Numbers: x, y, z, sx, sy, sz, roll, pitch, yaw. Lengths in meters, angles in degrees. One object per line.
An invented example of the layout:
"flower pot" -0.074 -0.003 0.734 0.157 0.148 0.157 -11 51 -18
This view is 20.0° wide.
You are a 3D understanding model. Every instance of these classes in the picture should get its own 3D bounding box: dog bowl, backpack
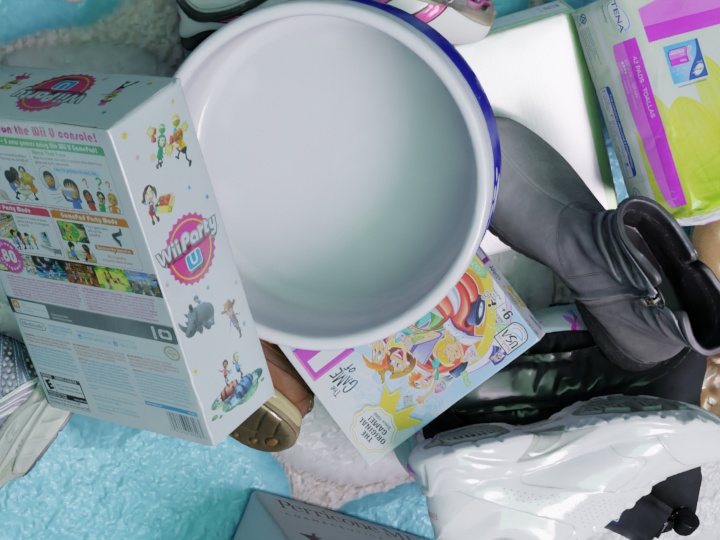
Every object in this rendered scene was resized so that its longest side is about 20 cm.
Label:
"dog bowl" -0.019 -0.059 1.187 0.199 0.079 0.201 2 101 11
"backpack" 0.119 0.097 1.344 0.199 0.127 0.168 -2 92 -17

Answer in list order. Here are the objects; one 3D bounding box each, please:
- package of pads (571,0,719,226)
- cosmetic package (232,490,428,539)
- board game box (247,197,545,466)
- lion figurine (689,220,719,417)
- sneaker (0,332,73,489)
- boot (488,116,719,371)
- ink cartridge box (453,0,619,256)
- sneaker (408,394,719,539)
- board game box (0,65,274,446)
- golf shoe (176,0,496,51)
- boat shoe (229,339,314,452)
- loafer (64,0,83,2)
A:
"package of pads" 0.244 -0.117 1.310 0.200 0.068 0.155 -18 90 -33
"cosmetic package" -0.002 0.268 1.306 0.167 0.200 0.167 19 98 -23
"board game box" 0.000 0.000 1.255 0.134 0.034 0.200 -38 88 14
"lion figurine" 0.257 0.010 1.406 0.122 0.072 0.201 -8 98 -16
"sneaker" -0.260 0.124 1.254 0.086 0.078 0.200 36 83 -12
"boot" 0.144 -0.029 1.234 0.200 0.132 0.070 45 75 0
"ink cartridge box" 0.057 -0.077 1.318 0.199 0.048 0.146 -16 109 -3
"sneaker" 0.132 0.134 1.252 0.199 0.078 0.100 -10 97 -4
"board game box" -0.142 -0.010 1.154 0.064 0.147 0.201 -40 126 -38
"golf shoe" -0.016 -0.162 1.260 0.199 0.073 0.092 10 115 -14
"boat shoe" -0.107 0.030 1.284 0.200 0.072 0.068 42 55 -16
"loafer" -0.126 -0.245 1.192 0.070 0.070 0.200 30 93 -24
